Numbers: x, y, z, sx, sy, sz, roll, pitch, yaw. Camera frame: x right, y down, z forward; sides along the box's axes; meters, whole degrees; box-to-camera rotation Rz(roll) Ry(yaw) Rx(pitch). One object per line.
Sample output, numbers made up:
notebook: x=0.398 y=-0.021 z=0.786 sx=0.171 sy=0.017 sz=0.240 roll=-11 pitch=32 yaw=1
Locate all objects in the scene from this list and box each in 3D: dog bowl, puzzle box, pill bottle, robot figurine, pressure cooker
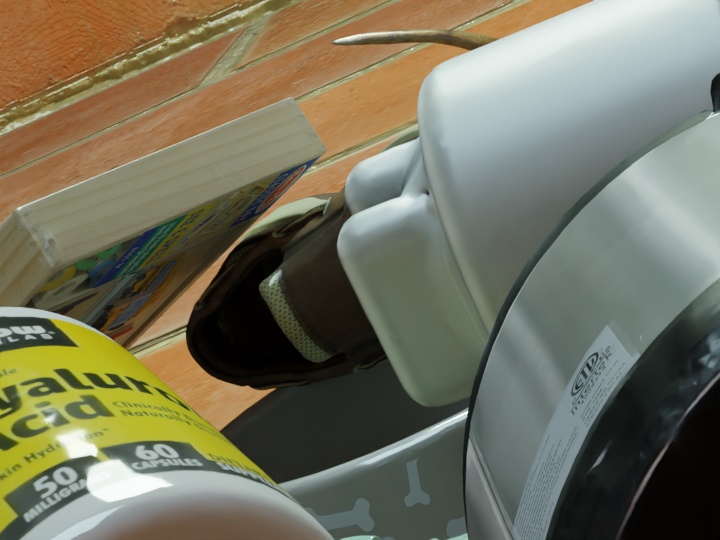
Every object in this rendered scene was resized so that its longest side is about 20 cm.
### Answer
dog bowl: x=0.027 y=0.061 z=1.024 sx=0.200 sy=0.059 sz=0.200 roll=-24 pitch=11 yaw=5
puzzle box: x=-0.110 y=0.015 z=1.066 sx=0.133 sy=0.025 sz=0.200 roll=-26 pitch=-11 yaw=-41
pill bottle: x=-0.084 y=0.074 z=0.775 sx=0.111 sy=0.111 sz=0.200 roll=-29 pitch=27 yaw=-16
robot figurine: x=0.094 y=-0.029 z=0.868 sx=0.200 sy=0.113 sz=0.170 roll=-21 pitch=26 yaw=13
pressure cooker: x=0.109 y=0.047 z=0.591 sx=0.176 sy=0.179 sz=0.200 roll=-28 pitch=12 yaw=1

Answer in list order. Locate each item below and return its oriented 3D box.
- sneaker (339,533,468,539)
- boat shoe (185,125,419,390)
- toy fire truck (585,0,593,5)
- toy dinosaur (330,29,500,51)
sneaker: x=0.020 y=0.097 z=0.822 sx=0.118 sy=0.074 sz=0.200 roll=-36 pitch=24 yaw=-18
boat shoe: x=0.004 y=0.005 z=1.020 sx=0.075 sy=0.075 sz=0.202 roll=-39 pitch=6 yaw=-31
toy fire truck: x=0.186 y=-0.085 z=1.129 sx=0.200 sy=0.141 sz=0.049 roll=-33 pitch=13 yaw=-34
toy dinosaur: x=0.100 y=-0.043 z=1.017 sx=0.106 sy=0.200 sz=0.060 roll=-16 pitch=-36 yaw=-51
